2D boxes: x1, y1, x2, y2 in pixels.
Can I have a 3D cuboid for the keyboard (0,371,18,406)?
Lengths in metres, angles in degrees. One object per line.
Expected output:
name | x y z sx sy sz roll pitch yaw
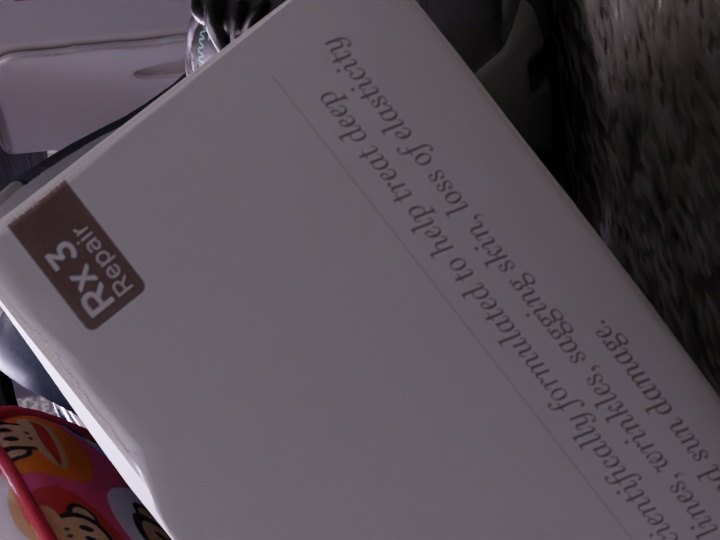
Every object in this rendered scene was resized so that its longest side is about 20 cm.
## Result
keyboard | -0.106 0.104 0.849 0.104 0.039 0.201 135 120 -85

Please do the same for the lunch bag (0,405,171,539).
lunch bag | -0.026 0.132 0.723 0.082 0.176 0.200 -53 34 15

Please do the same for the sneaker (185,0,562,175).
sneaker | 0.002 -0.041 0.675 0.200 0.079 0.076 -128 35 -79

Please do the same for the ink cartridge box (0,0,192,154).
ink cartridge box | -0.063 -0.149 0.981 0.084 0.144 0.201 91 173 -68

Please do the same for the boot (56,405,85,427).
boot | -0.072 0.056 1.057 0.200 0.090 0.073 4 -121 -62

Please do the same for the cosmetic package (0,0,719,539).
cosmetic package | -0.003 0.021 0.512 0.113 0.081 0.200 52 174 -2

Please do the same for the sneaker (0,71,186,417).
sneaker | -0.001 0.001 0.786 0.202 0.146 0.077 -42 -16 -42

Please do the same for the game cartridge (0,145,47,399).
game cartridge | -0.140 -0.060 1.018 0.200 0.038 0.130 82 177 -56
